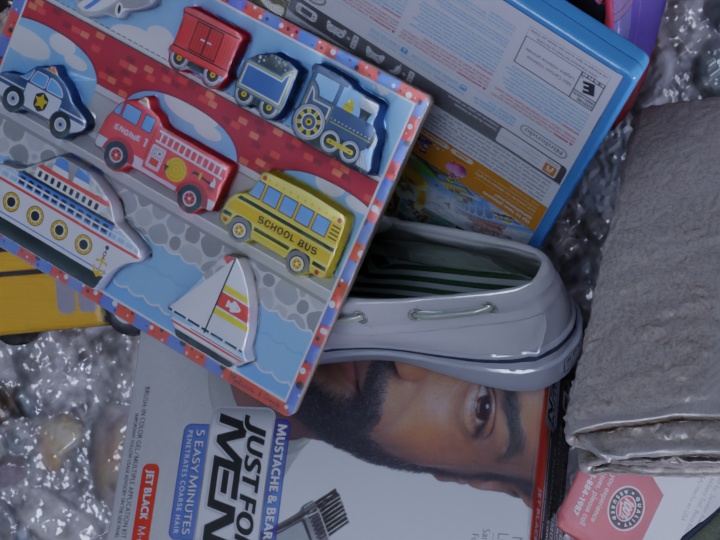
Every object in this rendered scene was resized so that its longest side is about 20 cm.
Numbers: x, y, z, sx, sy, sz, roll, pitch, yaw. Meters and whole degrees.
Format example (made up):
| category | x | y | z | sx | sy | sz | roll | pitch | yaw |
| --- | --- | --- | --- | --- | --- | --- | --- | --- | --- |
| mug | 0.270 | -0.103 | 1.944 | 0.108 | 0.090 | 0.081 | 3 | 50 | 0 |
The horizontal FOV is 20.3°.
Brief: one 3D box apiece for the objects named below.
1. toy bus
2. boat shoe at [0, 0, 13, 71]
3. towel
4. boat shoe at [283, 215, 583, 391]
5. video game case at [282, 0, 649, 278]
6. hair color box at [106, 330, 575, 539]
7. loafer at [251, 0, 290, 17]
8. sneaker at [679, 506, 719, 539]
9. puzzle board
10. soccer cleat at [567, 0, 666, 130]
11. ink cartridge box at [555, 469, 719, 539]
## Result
| category | x | y | z | sx | sy | sz | roll | pitch | yaw |
| --- | --- | --- | --- | --- | --- | --- | --- | --- | --- |
| toy bus | -0.159 | -0.003 | 1.005 | 0.199 | 0.065 | 0.079 | -6 | 89 | 26 |
| boat shoe | -0.143 | -0.102 | 0.933 | 0.200 | 0.072 | 0.073 | 33 | 66 | -13 |
| towel | 0.158 | -0.003 | 0.806 | 0.132 | 0.035 | 0.200 | -5 | 46 | 24 |
| boat shoe | 0.000 | 0.000 | 0.876 | 0.199 | 0.074 | 0.067 | 5 | 138 | 21 |
| video game case | 0.025 | -0.063 | 0.856 | 0.143 | 0.018 | 0.200 | 33 | 144 | 6 |
| hair color box | -0.008 | 0.088 | 0.912 | 0.199 | 0.064 | 0.111 | 1 | 70 | 18 |
| loafer | -0.009 | -0.101 | 0.925 | 0.200 | 0.076 | 0.068 | 37 | 118 | 15 |
| sneaker | 0.160 | 0.140 | 0.793 | 0.081 | 0.074 | 0.201 | 21 | 95 | 31 |
| puzzle board | -0.083 | -0.049 | 0.861 | 0.200 | 0.017 | 0.151 | 29 | 105 | 20 |
| soccer cleat | 0.111 | -0.153 | 0.862 | 0.066 | 0.076 | 0.201 | 20 | 102 | 23 |
| ink cartridge box | 0.198 | 0.103 | 0.842 | 0.200 | 0.067 | 0.117 | 30 | 105 | 22 |
